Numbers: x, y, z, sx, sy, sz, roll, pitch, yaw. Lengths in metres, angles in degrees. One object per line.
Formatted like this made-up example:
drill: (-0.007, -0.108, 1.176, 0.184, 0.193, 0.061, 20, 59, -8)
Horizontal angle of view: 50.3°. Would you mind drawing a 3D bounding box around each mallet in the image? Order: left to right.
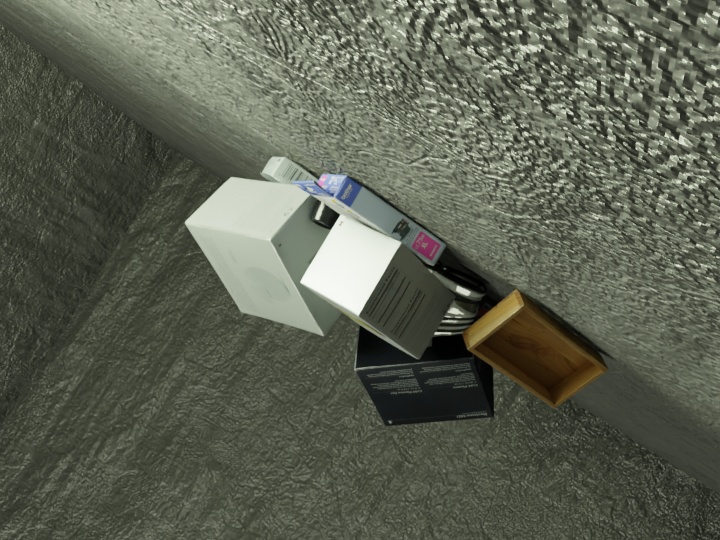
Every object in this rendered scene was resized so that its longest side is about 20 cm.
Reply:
mallet: (0.025, -0.071, 1.121, 0.199, 0.066, 0.041, 18, 178, -23)

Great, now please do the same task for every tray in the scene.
tray: (0.242, 0.111, 1.054, 0.200, 0.099, 0.037, 35, -154, -30)

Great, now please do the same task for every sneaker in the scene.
sneaker: (0.093, 0.037, 1.192, 0.200, 0.116, 0.075, 31, -159, 35)

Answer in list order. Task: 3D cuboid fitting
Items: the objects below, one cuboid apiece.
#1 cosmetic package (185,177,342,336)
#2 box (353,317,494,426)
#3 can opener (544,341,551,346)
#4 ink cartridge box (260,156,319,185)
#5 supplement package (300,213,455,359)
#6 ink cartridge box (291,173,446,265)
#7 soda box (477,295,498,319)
cosmetic package: (-0.131, -0.026, 1.192, 0.199, 0.123, 0.200, 11, 140, 39)
box: (0.112, 0.165, 1.289, 0.198, 0.105, 0.183, -7, 137, 16)
can opener: (0.272, 0.101, 1.170, 0.063, 0.079, 0.200, -8, 170, 14)
ink cartridge box: (-0.068, -0.118, 1.266, 0.199, 0.041, 0.200, 34, 179, -16)
supplement package: (0.029, 0.026, 1.056, 0.113, 0.110, 0.200, 27, 173, 35)
ink cartridge box: (0.010, -0.077, 1.024, 0.199, 0.042, 0.119, 31, 177, -19)
soda box: (0.245, 0.107, 1.346, 0.199, 0.071, 0.063, 34, 173, -24)
